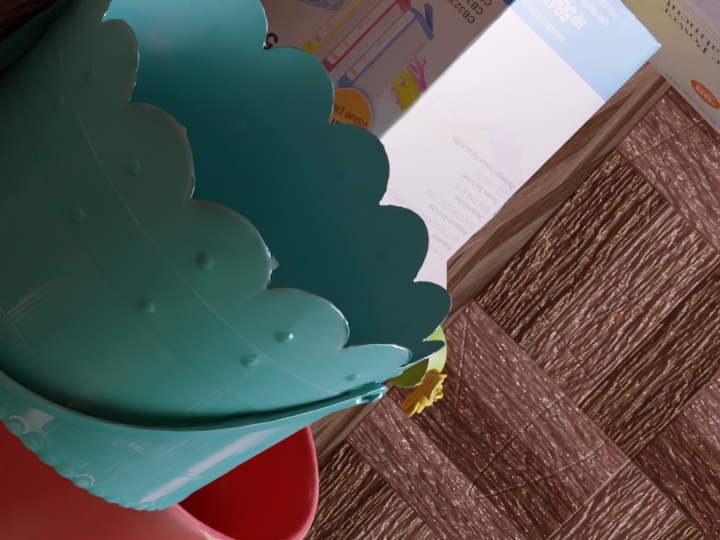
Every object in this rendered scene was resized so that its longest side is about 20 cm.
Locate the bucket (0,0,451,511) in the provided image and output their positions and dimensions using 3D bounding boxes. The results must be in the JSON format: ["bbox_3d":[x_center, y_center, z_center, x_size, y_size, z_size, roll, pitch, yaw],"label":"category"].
[{"bbox_3d":[-0.077,-0.014,0.977,0.135,0.207,0.207,-38,176,18],"label":"bucket"}]

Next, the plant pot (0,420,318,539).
[{"bbox_3d":[-0.151,0.109,1.364,0.177,0.201,0.200,-35,178,25],"label":"plant pot"}]

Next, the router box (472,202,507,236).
[{"bbox_3d":[-0.035,-0.034,1.295,0.200,0.150,0.062,-43,173,-18],"label":"router box"}]

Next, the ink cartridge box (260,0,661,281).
[{"bbox_3d":[0.014,-0.095,1.164,0.200,0.129,0.125,-46,149,6],"label":"ink cartridge box"}]

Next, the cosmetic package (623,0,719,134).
[{"bbox_3d":[0.176,-0.181,1.458,0.052,0.200,0.151,-43,173,-6],"label":"cosmetic package"}]

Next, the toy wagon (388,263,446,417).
[{"bbox_3d":[0.000,0.000,1.513,0.039,0.200,0.155,-12,151,-44],"label":"toy wagon"}]
